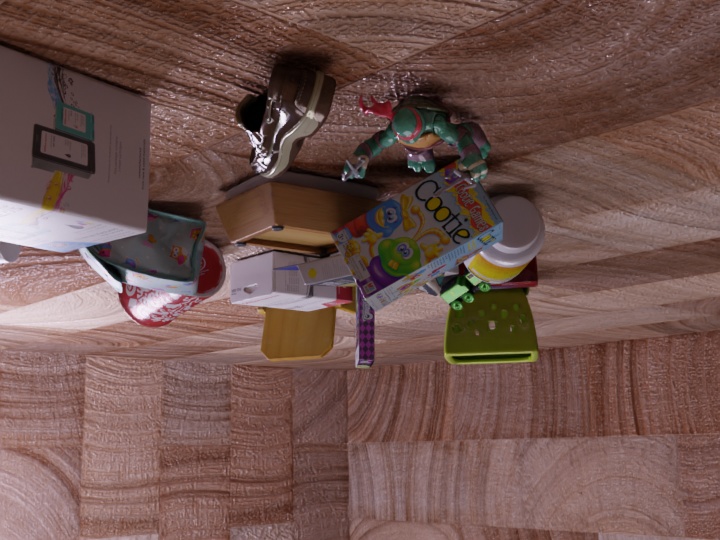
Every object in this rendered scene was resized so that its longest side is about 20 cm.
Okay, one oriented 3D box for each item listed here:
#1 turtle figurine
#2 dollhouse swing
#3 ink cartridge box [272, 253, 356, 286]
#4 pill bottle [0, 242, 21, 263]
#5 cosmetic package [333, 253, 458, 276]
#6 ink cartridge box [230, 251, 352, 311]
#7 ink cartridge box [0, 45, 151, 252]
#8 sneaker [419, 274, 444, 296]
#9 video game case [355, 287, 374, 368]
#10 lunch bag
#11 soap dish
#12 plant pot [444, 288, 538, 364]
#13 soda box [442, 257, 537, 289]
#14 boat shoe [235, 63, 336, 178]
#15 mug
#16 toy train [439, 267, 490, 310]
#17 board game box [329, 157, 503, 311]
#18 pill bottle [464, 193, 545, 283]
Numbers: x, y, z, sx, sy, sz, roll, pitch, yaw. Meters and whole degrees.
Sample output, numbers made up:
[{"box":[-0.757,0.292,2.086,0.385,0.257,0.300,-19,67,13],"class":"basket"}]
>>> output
[{"box":[0.066,-0.134,0.972,0.149,0.102,0.200,11,-171,20],"class":"turtle figurine"},{"box":[-0.110,0.117,2.052,0.198,0.177,0.182,-6,168,20],"class":"dollhouse swing"},{"box":[0.000,0.000,1.437,0.199,0.047,0.197,-14,173,28],"class":"ink cartridge box"},{"box":[-0.606,-0.042,1.353,0.198,0.112,0.111,-3,169,8],"class":"pill bottle"},{"box":[0.062,-0.016,1.704,0.199,0.052,0.150,9,167,-44],"class":"cosmetic package"},{"box":[-0.135,0.024,1.804,0.199,0.084,0.146,9,165,-43],"class":"ink cartridge box"},{"box":[-0.332,-0.113,0.911,0.146,0.147,0.199,-10,166,37],"class":"ink cartridge box"},{"box":[0.090,-0.032,1.574,0.077,0.080,0.200,18,163,36],"class":"sneaker"},{"box":[0.009,0.089,1.850,0.035,0.202,0.181,1,170,-2],"class":"video game case"},{"box":[-0.343,-0.031,1.419,0.198,0.123,0.170,9,170,-10],"class":"lunch bag"},{"box":[-0.082,-0.076,1.302,0.199,0.082,0.157,7,166,-35],"class":"soap dish"},{"box":[0.280,0.102,1.990,0.197,0.183,0.200,-2,169,9],"class":"plant pot"},{"box":[0.241,0.002,1.781,0.198,0.064,0.070,-4,170,11],"class":"soda box"},{"box":[-0.091,-0.157,0.944,0.074,0.075,0.202,17,158,-17],"class":"boat shoe"},{"box":[-0.325,0.001,1.663,0.133,0.178,0.199,43,145,-19],"class":"mug"},{"box":[0.227,0.006,1.702,0.056,0.042,0.200,42,125,-15],"class":"toy train"},{"box":[0.076,-0.045,1.213,0.199,0.104,0.105,-29,166,2],"class":"board game box"},{"box":[0.215,-0.049,1.394,0.108,0.110,0.200,-1,170,0],"class":"pill bottle"}]
